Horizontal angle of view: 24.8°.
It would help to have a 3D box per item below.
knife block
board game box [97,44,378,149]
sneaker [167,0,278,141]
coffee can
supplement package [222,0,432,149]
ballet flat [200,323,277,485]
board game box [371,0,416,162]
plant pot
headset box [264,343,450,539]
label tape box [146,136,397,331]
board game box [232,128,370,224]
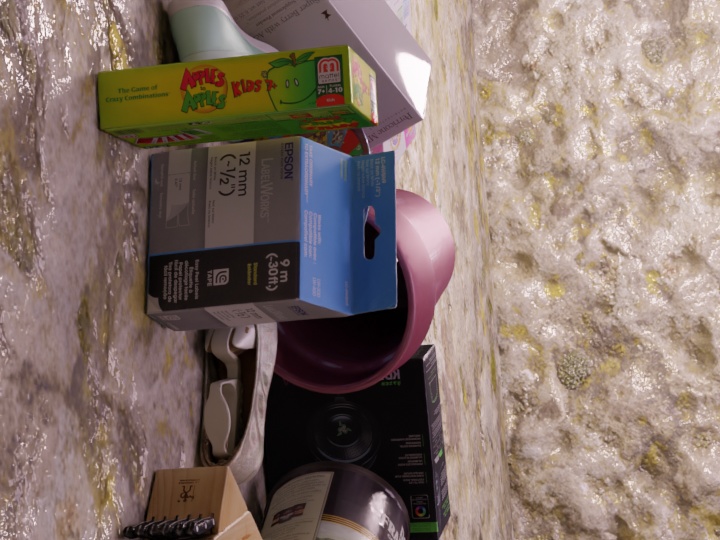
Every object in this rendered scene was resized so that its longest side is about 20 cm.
[{"bbox_3d":[-0.133,0.253,1.299,0.200,0.064,0.176,73,17,-47],"label":"knife block"},{"bbox_3d":[-0.094,-0.135,1.291,0.102,0.200,0.048,19,67,-77],"label":"board game box"},{"bbox_3d":[-0.116,-0.157,1.498,0.200,0.074,0.118,38,41,-61],"label":"sneaker"},{"bbox_3d":[-0.038,0.296,1.537,0.200,0.146,0.147,-73,155,-59],"label":"coffee can"},{"bbox_3d":[-0.035,-0.223,1.626,0.200,0.121,0.120,49,28,-25],"label":"supplement package"},{"bbox_3d":[-0.112,0.091,1.464,0.062,0.067,0.200,34,52,-63],"label":"ballet flat"},{"bbox_3d":[0.021,-0.216,1.797,0.153,0.040,0.200,-57,148,-61],"label":"board game box"},{"bbox_3d":[0.000,0.000,1.595,0.179,0.200,0.200,-30,116,-58],"label":"plant pot"},{"bbox_3d":[-0.005,0.184,1.670,0.093,0.174,0.200,-35,121,-77],"label":"headset box"},{"bbox_3d":[-0.073,-0.033,1.353,0.066,0.200,0.144,42,44,-64],"label":"label tape box"},{"bbox_3d":[-0.078,-0.069,1.446,0.039,0.200,0.158,17,57,-47],"label":"board game box"}]
